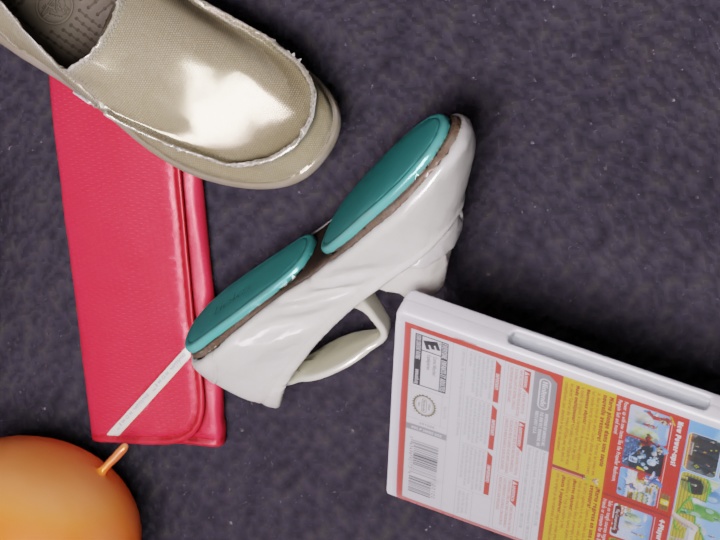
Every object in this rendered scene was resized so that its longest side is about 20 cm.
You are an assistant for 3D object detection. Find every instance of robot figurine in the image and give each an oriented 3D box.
[{"bbox_3d":[-0.174,0.170,1.284,0.144,0.117,0.200,26,117,24],"label":"robot figurine"}]

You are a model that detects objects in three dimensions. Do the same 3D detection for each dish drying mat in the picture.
[{"bbox_3d":[-0.112,-0.007,1.250,0.077,0.018,0.200,2,109,22],"label":"dish drying mat"}]

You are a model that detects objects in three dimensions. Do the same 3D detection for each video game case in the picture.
[{"bbox_3d":[0.108,0.090,1.163,0.200,0.017,0.143,19,141,14],"label":"video game case"}]

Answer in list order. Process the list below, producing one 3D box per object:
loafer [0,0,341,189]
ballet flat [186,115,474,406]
[{"bbox_3d":[-0.104,-0.101,1.174,0.200,0.068,0.076,26,87,12],"label":"loafer"},{"bbox_3d":[0.000,0.000,1.181,0.200,0.069,0.069,-40,91,33],"label":"ballet flat"}]
